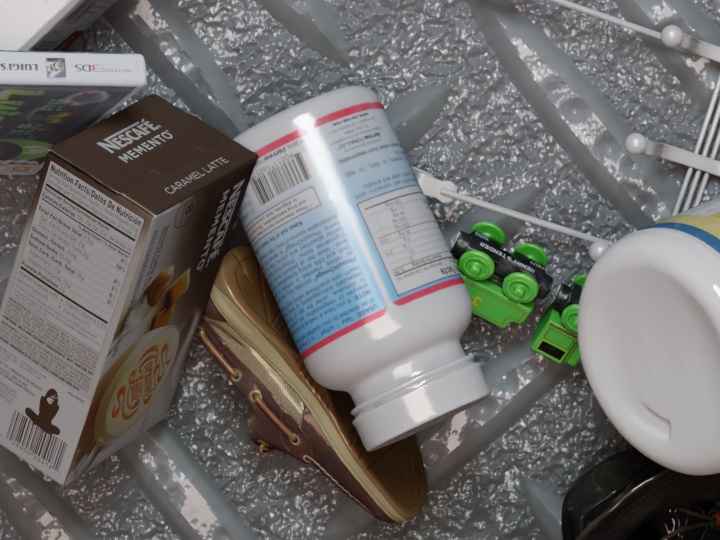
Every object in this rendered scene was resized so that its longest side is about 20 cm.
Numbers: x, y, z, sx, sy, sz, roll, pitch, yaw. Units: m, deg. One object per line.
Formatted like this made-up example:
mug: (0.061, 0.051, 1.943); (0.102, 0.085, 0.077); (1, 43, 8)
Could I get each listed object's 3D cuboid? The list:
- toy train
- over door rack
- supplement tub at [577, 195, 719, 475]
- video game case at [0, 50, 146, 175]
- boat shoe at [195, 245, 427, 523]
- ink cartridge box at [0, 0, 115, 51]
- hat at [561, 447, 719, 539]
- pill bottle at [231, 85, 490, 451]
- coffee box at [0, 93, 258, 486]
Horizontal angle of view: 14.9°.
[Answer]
toy train: (0.138, 0.035, 1.679); (0.199, 0.042, 0.056); (28, 133, -4)
over door rack: (0.139, -0.086, 1.660); (0.199, 0.067, 0.149); (19, 95, 0)
supplement tub: (0.240, 0.021, 1.589); (0.199, 0.144, 0.145); (-21, 96, -36)
video game case: (-0.241, -0.089, 1.580); (0.181, 0.200, 0.024); (-1, 77, -26)
boat shoe: (-0.039, 0.079, 1.690); (0.072, 0.072, 0.200); (-33, 103, 35)
ink cartridge box: (-0.158, -0.210, 1.619); (0.200, 0.147, 0.083); (-43, 91, 5)
hat: (0.165, 0.164, 1.667); (0.201, 0.200, 0.081); (-47, 51, 5)
pill bottle: (0.000, 0.000, 1.637); (0.108, 0.109, 0.201); (-24, 84, 4)
coffee box: (-0.147, 0.011, 1.613); (0.079, 0.114, 0.201); (32, 122, 16)
